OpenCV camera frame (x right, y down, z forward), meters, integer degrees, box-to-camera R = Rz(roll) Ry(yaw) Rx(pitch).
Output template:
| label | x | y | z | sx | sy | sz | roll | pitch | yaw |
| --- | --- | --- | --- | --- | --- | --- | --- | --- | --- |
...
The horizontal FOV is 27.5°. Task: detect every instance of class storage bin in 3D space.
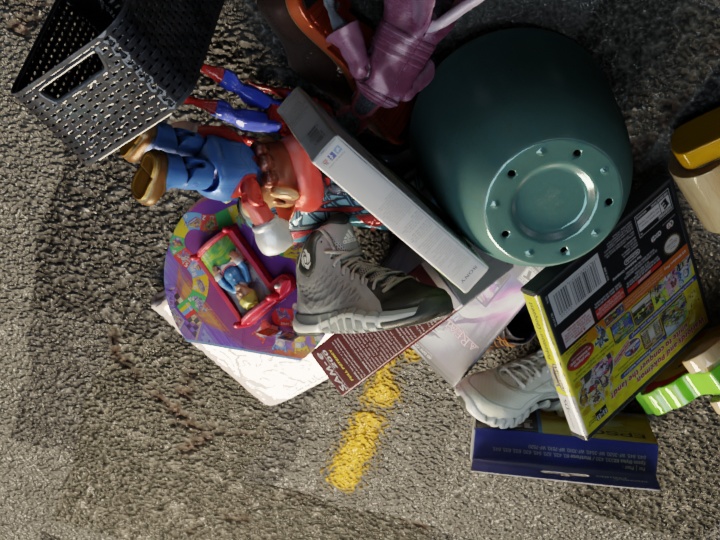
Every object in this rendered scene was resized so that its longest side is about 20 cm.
| label | x | y | z | sx | sy | sz | roll | pitch | yaw |
| --- | --- | --- | --- | --- | --- | --- | --- | --- | --- |
| storage bin | -0.208 | -0.205 | 1.298 | 0.135 | 0.200 | 0.094 | -28 | 121 | 28 |

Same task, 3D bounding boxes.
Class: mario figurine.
| label | x | y | z | sx | sy | sz | roll | pitch | yaw |
| --- | --- | --- | --- | --- | --- | --- | --- | --- | --- |
| mario figurine | -0.125 | -0.077 | 1.356 | 0.200 | 0.124 | 0.106 | 8 | 172 | -35 |

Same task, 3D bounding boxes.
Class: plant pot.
| label | x | y | z | sx | sy | sz | roll | pitch | yaw |
| --- | --- | --- | --- | --- | --- | --- | --- | --- | --- |
| plant pot | 0.155 | -0.096 | 1.335 | 0.200 | 0.161 | 0.201 | -4 | 121 | -7 |

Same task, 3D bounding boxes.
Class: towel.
| label | x | y | z | sx | sy | sz | roll | pitch | yaw |
| --- | --- | --- | --- | --- | --- | --- | --- | --- | --- |
| towel | -0.098 | 0.053 | 1.623 | 0.191 | 0.032 | 0.200 | -30 | 122 | 28 |

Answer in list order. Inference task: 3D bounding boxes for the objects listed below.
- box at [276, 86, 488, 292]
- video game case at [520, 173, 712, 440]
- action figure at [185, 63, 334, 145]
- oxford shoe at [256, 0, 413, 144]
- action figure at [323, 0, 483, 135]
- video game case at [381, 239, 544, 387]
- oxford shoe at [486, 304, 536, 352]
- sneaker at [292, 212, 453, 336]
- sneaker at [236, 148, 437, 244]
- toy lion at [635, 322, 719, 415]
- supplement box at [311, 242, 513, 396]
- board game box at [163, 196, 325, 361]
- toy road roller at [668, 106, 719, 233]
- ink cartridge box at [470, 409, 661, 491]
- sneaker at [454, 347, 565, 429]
| label | x | y | z | sx | sy | sz | roll | pitch | yaw |
| --- | --- | --- | --- | --- | --- | --- | --- | --- | --- |
| box | 0.019 | -0.074 | 1.328 | 0.036 | 0.144 | 0.200 | -46 | 119 | 7 |
| video game case | 0.252 | 0.035 | 1.422 | 0.025 | 0.200 | 0.181 | 19 | 139 | 50 |
| action figure | -0.092 | -0.151 | 1.415 | 0.200 | 0.066 | 0.052 | 18 | 163 | -28 |
| oxford shoe | -0.019 | -0.196 | 1.382 | 0.072 | 0.071 | 0.200 | -6 | 133 | 43 |
| action figure | 0.047 | -0.201 | 1.292 | 0.134 | 0.149 | 0.200 | 16 | 111 | -34 |
| video game case | 0.097 | 0.011 | 1.523 | 0.143 | 0.019 | 0.200 | 44 | 129 | 11 |
| oxford shoe | 0.142 | 0.053 | 1.560 | 0.071 | 0.073 | 0.200 | 31 | 128 | -21 |
| sneaker | 0.000 | 0.000 | 1.397 | 0.200 | 0.075 | 0.116 | -7 | 90 | 45 |
| sneaker | -0.025 | -0.088 | 1.451 | 0.200 | 0.079 | 0.096 | -6 | 147 | 1 |
| toy lion | 0.376 | 0.079 | 1.506 | 0.200 | 0.192 | 0.069 | -36 | 91 | -9 |
| supplement box | 0.051 | 0.040 | 1.487 | 0.061 | 0.109 | 0.200 | 52 | 130 | 4 |
| board game box | -0.120 | 0.008 | 1.507 | 0.200 | 0.039 | 0.158 | 9 | 97 | 19 |
| toy road roller | 0.392 | -0.085 | 1.356 | 0.200 | 0.146 | 0.123 | -24 | 124 | 26 |
| ink cartridge box | 0.219 | 0.185 | 1.594 | 0.197 | 0.200 | 0.047 | 5 | 94 | 4 |
| sneaker | 0.182 | 0.115 | 1.573 | 0.200 | 0.075 | 0.081 | -5 | 134 | -42 |
